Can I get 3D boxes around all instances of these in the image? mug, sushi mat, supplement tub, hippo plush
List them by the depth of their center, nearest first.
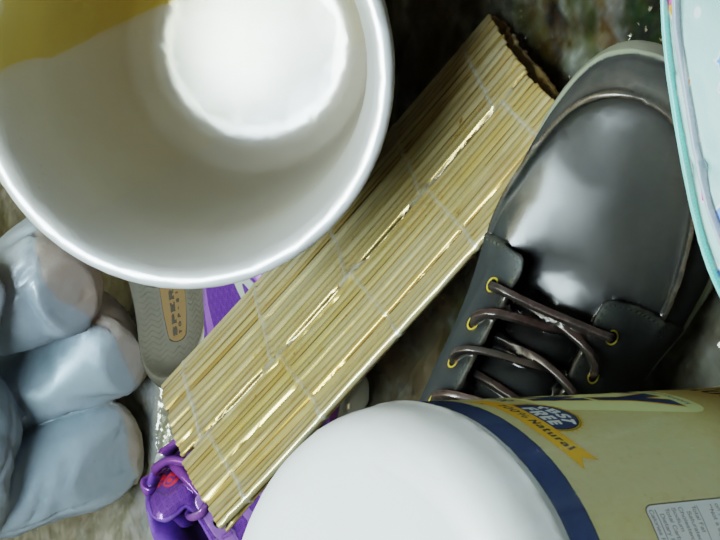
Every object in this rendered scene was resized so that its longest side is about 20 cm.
[{"bbox_3d":[0.078,0.106,0.646,0.144,0.199,0.145,0,90,52],"label":"supplement tub"},{"bbox_3d":[0.000,0.000,0.828,0.200,0.012,0.096,-48,35,14],"label":"sushi mat"},{"bbox_3d":[-0.051,-0.098,0.842,0.148,0.153,0.188,2,100,8],"label":"mug"},{"bbox_3d":[-0.201,0.062,1.029,0.160,0.159,0.201,14,92,39],"label":"hippo plush"}]

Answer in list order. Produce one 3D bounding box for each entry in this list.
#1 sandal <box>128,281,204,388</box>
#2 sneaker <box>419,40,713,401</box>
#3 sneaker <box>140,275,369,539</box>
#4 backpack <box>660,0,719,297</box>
[{"bbox_3d":[-0.100,-0.042,0.998,0.082,0.054,0.201,-20,74,51],"label":"sandal"},{"bbox_3d":[0.060,0.029,0.733,0.074,0.106,0.201,25,123,11],"label":"sneaker"},{"bbox_3d":[-0.048,0.069,0.907,0.080,0.083,0.201,-3,87,52],"label":"sneaker"},{"bbox_3d":[0.164,-0.053,0.579,0.200,0.153,0.177,-19,80,58],"label":"backpack"}]
